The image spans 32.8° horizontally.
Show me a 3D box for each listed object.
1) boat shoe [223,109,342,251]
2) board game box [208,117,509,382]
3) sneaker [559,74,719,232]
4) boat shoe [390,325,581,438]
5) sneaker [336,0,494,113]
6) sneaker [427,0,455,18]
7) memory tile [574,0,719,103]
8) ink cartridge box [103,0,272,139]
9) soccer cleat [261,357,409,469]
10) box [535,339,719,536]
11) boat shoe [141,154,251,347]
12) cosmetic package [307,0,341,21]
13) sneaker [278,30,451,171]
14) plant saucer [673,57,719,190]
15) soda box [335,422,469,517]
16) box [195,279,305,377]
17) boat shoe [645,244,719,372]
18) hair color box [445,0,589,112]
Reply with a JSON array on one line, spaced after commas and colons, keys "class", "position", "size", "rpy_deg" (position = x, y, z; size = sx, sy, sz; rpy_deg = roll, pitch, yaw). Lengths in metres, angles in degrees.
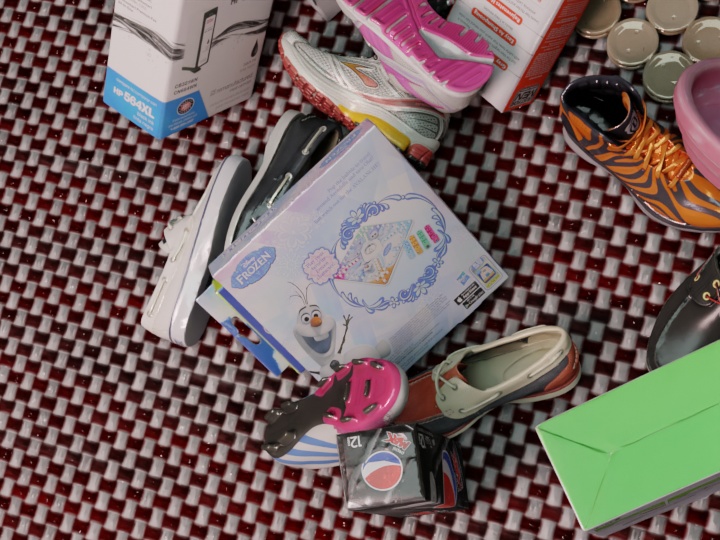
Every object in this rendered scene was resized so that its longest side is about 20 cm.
[{"class": "boat shoe", "position": [-0.077, -0.065, 1.211], "size": [0.060, 0.076, 0.200], "rpy_deg": [15, 82, 24]}, {"class": "board game box", "position": [0.000, 0.000, 1.130], "size": [0.200, 0.043, 0.199], "rpy_deg": [-42, 111, 2]}, {"class": "sneaker", "position": [0.259, -0.106, 1.105], "size": [0.200, 0.112, 0.078], "rpy_deg": [33, 88, 20]}, {"class": "boat shoe", "position": [0.103, 0.102, 1.119], "size": [0.200, 0.063, 0.071], "rpy_deg": [-18, 54, 10]}, {"class": "sneaker", "position": [0.040, -0.219, 1.152], "size": [0.081, 0.088, 0.200], "rpy_deg": [-32, 70, -17]}, {"class": "sneaker", "position": [0.091, -0.287, 1.217], "size": [0.086, 0.080, 0.200], "rpy_deg": [37, 94, 10]}, {"class": "memory tile", "position": [0.285, -0.268, 1.187], "size": [0.153, 0.017, 0.200], "rpy_deg": [-42, 70, 2]}, {"class": "ink cartridge box", "position": [-0.162, -0.249, 1.191], "size": [0.084, 0.146, 0.200], "rpy_deg": [36, 133, 20]}, {"class": "soccer cleat", "position": [-0.007, 0.132, 1.102], "size": [0.200, 0.086, 0.070], "rpy_deg": [-29, 47, 46]}, {"class": "box", "position": [0.263, 0.140, 1.011], "size": [0.200, 0.176, 0.097], "rpy_deg": [-27, 72, 9]}, {"class": "boat shoe", "position": [-0.170, -0.026, 1.234], "size": [0.070, 0.071, 0.200], "rpy_deg": [18, 89, 16]}, {"class": "cosmetic package", "position": [0.002, -0.362, 1.241], "size": [0.200, 0.113, 0.081], "rpy_deg": [-39, 70, 2]}, {"class": "sneaker", "position": [0.003, -0.182, 1.223], "size": [0.200, 0.078, 0.082], "rpy_deg": [35, 84, 11]}, {"class": "plant saucer", "position": [0.360, -0.107, 1.061], "size": [0.200, 0.200, 0.051], "rpy_deg": [39, 133, 20]}, {"class": "soda box", "position": [0.042, 0.175, 1.053], "size": [0.071, 0.200, 0.063], "rpy_deg": [-10, 75, 13]}, {"class": "box", "position": [-0.046, 0.003, 1.171], "size": [0.200, 0.048, 0.122], "rpy_deg": [-44, 107, 2]}, {"class": "boat shoe", "position": [0.326, 0.017, 1.085], "size": [0.074, 0.063, 0.201], "rpy_deg": [43, 92, 17]}, {"class": "hair color box", "position": [0.155, -0.260, 1.144], "size": [0.101, 0.061, 0.200], "rpy_deg": [43, 127, 20]}]
